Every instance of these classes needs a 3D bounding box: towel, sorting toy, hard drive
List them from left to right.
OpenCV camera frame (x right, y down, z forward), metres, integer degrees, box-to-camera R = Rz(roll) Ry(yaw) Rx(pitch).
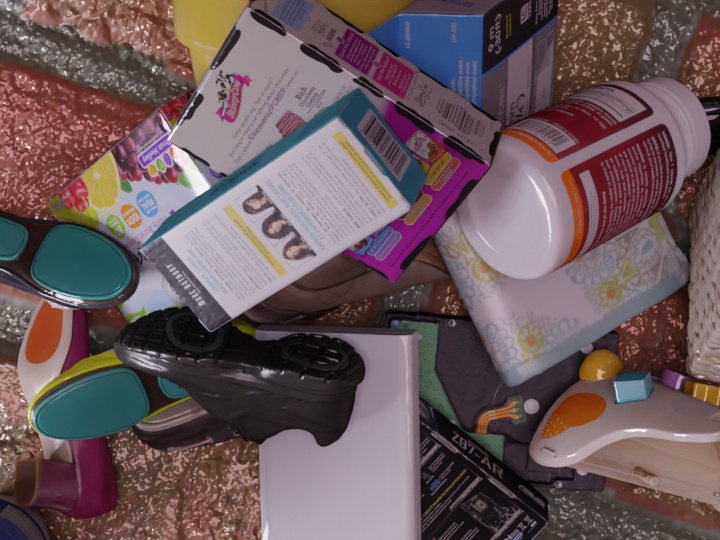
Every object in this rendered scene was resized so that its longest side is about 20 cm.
[{"bbox_3d":[-0.017,0.146,1.202,0.131,0.027,0.201,1,98,16],"label":"hard drive"},{"bbox_3d":[0.114,0.111,1.275,0.199,0.038,0.140,4,94,-2],"label":"hard drive"},{"bbox_3d":[0.163,-0.023,1.230,0.200,0.048,0.172,-28,93,-22],"label":"towel"},{"bbox_3d":[0.271,0.132,1.185,0.199,0.180,0.107,17,84,-24],"label":"sorting toy"}]

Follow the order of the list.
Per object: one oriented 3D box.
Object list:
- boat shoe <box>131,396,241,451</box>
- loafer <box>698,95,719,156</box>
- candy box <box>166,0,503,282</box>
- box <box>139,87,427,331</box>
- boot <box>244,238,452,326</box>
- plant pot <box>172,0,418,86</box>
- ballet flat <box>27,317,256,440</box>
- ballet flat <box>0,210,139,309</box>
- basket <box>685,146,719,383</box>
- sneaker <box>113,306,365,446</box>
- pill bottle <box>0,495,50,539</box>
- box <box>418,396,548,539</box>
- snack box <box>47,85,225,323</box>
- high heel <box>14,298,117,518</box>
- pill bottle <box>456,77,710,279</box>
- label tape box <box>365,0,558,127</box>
[{"bbox_3d":[-0.097,0.106,1.270,0.199,0.057,0.067,-13,55,-3],"label":"boat shoe"},{"bbox_3d":[0.323,-0.117,1.246,0.199,0.072,0.063,-8,98,-3],"label":"loafer"},{"bbox_3d":[-0.019,-0.099,1.067,0.200,0.061,0.136,32,128,-9],"label":"candy box"},{"bbox_3d":[-0.056,-0.039,1.048,0.200,0.049,0.082,-30,107,32],"label":"box"},{"bbox_3d":[0.000,0.000,1.239,0.146,0.200,0.070,-33,63,34],"label":"boot"},{"bbox_3d":[-0.049,-0.153,1.185,0.200,0.201,0.190,2,110,-1],"label":"plant pot"},{"bbox_3d":[-0.176,0.084,1.230,0.199,0.067,0.067,-18,121,-9],"label":"ballet flat"},{"bbox_3d":[-0.260,-0.007,1.228,0.199,0.073,0.073,16,94,19],"label":"ballet flat"},{"bbox_3d":[0.365,-0.008,1.172,0.199,0.161,0.199,12,57,-4],"label":"basket"},{"bbox_3d":[-0.098,0.089,1.163,0.199,0.076,0.091,14,121,10],"label":"sneaker"},{"bbox_3d":[-0.309,0.243,1.198,0.112,0.200,0.113,0,95,-1],"label":"pill bottle"},{"bbox_3d":[0.034,0.221,1.253,0.160,0.044,0.200,38,108,-5],"label":"box"},{"bbox_3d":[-0.152,-0.040,1.191,0.053,0.200,0.142,-39,96,-40],"label":"snack box"},{"bbox_3d":[-0.241,0.109,1.277,0.067,0.096,0.201,1,80,40],"label":"high heel"},{"bbox_3d":[0.175,-0.078,1.147,0.200,0.113,0.113,-26,95,-35],"label":"pill bottle"},{"bbox_3d":[0.083,-0.148,1.154,0.063,0.200,0.145,17,127,27],"label":"label tape box"}]
